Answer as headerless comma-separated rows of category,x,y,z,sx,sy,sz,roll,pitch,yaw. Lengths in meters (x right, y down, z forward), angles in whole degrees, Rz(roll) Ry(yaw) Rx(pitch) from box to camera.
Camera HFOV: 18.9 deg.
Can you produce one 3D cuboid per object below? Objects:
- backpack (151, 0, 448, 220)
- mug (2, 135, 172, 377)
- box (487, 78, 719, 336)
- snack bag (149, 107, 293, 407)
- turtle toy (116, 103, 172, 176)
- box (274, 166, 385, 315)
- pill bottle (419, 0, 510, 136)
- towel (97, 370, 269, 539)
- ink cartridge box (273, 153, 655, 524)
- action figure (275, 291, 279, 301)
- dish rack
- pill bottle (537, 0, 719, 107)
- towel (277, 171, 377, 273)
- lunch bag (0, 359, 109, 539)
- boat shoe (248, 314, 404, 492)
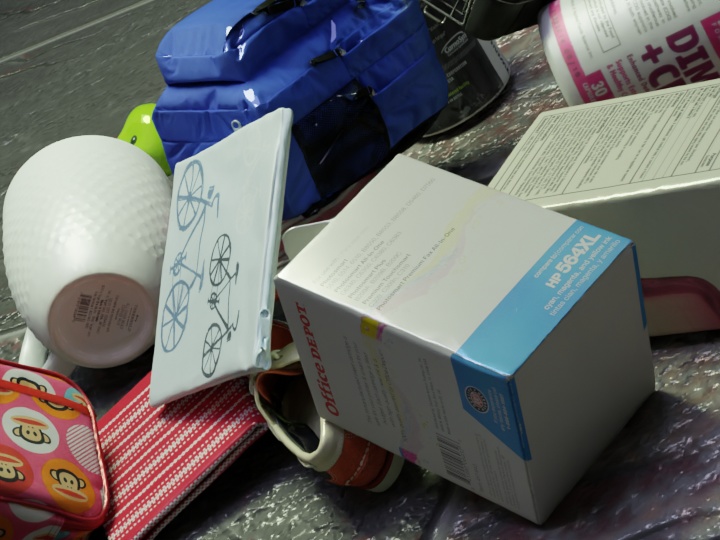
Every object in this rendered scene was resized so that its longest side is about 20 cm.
backpack,-0.037,-0.144,1.619,0.200,0.169,0.162,-33,28,-32
mug,-0.227,0.015,1.761,0.201,0.147,0.176,-57,24,21
box,0.189,-0.037,1.342,0.199,0.109,0.128,-7,32,39
snack bag,-0.094,-0.009,1.495,0.200,0.021,0.190,-23,58,61
turtle toy,-0.127,-0.141,1.954,0.200,0.101,0.146,-37,24,-10
box,-0.031,-0.034,1.709,0.156,0.041,0.200,-34,25,-5
pill bottle,0.033,-0.218,1.775,0.106,0.201,0.106,-28,22,12
towel,-0.135,0.118,1.541,0.145,0.022,0.200,-44,24,3
ink cartridge box,0.054,0.032,1.282,0.199,0.129,0.125,24,55,34
action figure,0.000,0.000,1.554,0.199,0.066,0.052,-25,6,1
dish rack,0.059,-0.244,1.630,0.153,0.200,0.055,-25,-35,-58
pill bottle,0.239,-0.181,1.562,0.199,0.114,0.114,-25,25,17
towel,-0.055,-0.044,1.670,0.146,0.030,0.200,-34,23,-6
lunch bag,-0.278,0.118,1.502,0.082,0.199,0.177,-55,32,29
boat shoe,-0.039,0.080,1.421,0.071,0.062,0.200,-65,32,14
